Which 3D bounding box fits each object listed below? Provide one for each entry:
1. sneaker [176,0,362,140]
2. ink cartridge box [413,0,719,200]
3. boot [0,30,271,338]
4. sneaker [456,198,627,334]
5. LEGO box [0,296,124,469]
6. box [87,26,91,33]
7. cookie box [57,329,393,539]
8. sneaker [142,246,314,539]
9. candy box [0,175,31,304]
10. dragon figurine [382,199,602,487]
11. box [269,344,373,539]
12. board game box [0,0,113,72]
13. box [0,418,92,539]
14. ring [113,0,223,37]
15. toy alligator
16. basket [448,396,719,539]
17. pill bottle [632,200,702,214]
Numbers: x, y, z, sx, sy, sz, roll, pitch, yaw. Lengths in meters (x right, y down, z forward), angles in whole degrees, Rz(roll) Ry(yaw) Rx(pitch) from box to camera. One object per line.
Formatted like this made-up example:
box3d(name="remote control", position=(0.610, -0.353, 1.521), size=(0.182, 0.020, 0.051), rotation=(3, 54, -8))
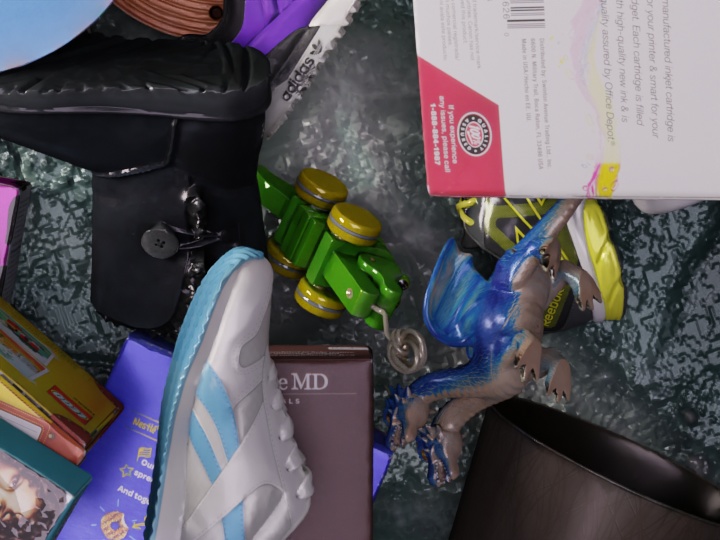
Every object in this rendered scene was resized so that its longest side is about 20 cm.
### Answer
box3d(name="sneaker", position=(-0.036, -0.182, 1.207), size=(0.099, 0.070, 0.201), rotation=(33, 94, -3))
box3d(name="ink cartridge box", position=(0.133, -0.115, 1.121), size=(0.198, 0.086, 0.149), rotation=(2, 105, 20))
box3d(name="boot", position=(-0.144, -0.044, 1.190), size=(0.198, 0.077, 0.169), rotation=(4, 124, -2))
box3d(name="sneaker", position=(0.087, -0.053, 1.239), size=(0.084, 0.074, 0.201), rotation=(-22, 96, 1))
box3d(name="LEGO box", position=(-0.229, 0.046, 1.137), size=(0.200, 0.149, 0.077), rotation=(41, 95, -1))
box3d(name="box", position=(-0.237, -0.183, 1.220), size=(0.160, 0.049, 0.202), rotation=(-6, 98, 3))
box3d(name="cookie box", position=(-0.094, 0.158, 1.255), size=(0.170, 0.075, 0.201), rotation=(24, 94, -3))
box3d(name="sneaker", position=(-0.063, 0.088, 1.112), size=(0.080, 0.077, 0.202), rotation=(8, 99, -8))
box3d(name="candy box", position=(-0.274, 0.035, 1.245), size=(0.135, 0.061, 0.202), rotation=(12, 95, -2))
box3d(name="dragon figurine", position=(0.073, 0.019, 1.183), size=(0.059, 0.099, 0.202), rotation=(30, 70, -45))
box3d(name="box", position=(-0.041, 0.143, 1.183), size=(0.099, 0.075, 0.202), rotation=(-1, 92, -1))
box3d(name="board game box", position=(-0.213, -0.189, 1.166), size=(0.157, 0.039, 0.201), rotation=(-21, 73, -7))
box3d(name="box", position=(-0.236, 0.085, 1.041), size=(0.199, 0.049, 0.083), rotation=(32, 97, -1))
box3d(name="ring", position=(-0.079, -0.231, 1.244), size=(0.198, 0.019, 0.202), rotation=(0, 95, -1))
box3d(name="toy alligator", position=(0.000, 0.000, 1.212), size=(0.054, 0.200, 0.060), rotation=(8, 117, -39))
box3d(name="basket", position=(0.112, 0.198, 1.241), size=(0.179, 0.136, 0.201), rotation=(22, 99, -14))
box3d(name="pill bottle", position=(0.164, -0.143, 1.212), size=(0.115, 0.116, 0.201), rotation=(-27, 97, 1))
